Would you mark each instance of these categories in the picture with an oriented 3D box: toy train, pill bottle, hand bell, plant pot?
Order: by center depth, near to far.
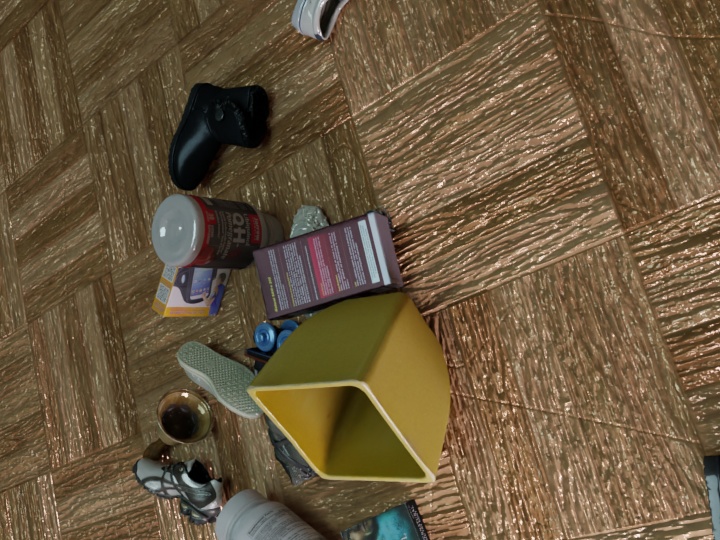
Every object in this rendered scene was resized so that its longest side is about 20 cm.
[{"bbox_3d":[0.010,0.142,1.054,0.194,0.200,0.196,-10,126,37],"label":"plant pot"},{"bbox_3d":[-0.125,0.428,1.208,0.200,0.113,0.114,26,104,36],"label":"pill bottle"},{"bbox_3d":[-0.094,0.145,1.217,0.200,0.087,0.115,11,98,38],"label":"toy train"},{"bbox_3d":[-0.219,-0.057,1.251,0.110,0.200,0.111,-2,87,38],"label":"pill bottle"},{"bbox_3d":[-0.353,0.307,1.427,0.200,0.104,0.104,-48,60,41],"label":"hand bell"}]

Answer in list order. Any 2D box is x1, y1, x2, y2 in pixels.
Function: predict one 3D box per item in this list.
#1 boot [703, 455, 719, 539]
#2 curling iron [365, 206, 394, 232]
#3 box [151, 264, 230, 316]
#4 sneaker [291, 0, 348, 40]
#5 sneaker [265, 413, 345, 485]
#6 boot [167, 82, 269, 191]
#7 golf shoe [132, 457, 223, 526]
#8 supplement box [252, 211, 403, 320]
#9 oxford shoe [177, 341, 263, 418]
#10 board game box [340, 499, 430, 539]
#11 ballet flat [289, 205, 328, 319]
[{"bbox_3d":[0.465,0.263,0.793,0.200,0.066,0.165,-12,82,33],"label":"boot"},{"bbox_3d":[0.000,0.000,1.186,0.050,0.026,0.201,31,107,36],"label":"curling iron"},{"bbox_3d":[-0.271,-0.018,1.341,0.041,0.119,0.201,31,107,34],"label":"box"},{"bbox_3d":[-0.038,-0.454,1.221,0.071,0.073,0.200,35,118,24],"label":"sneaker"},{"bbox_3d":[-0.049,0.273,1.187,0.199,0.076,0.115,8,115,22],"label":"sneaker"},{"bbox_3d":[-0.243,-0.226,1.355,0.168,0.076,0.201,17,92,41],"label":"boot"},{"bbox_3d":[-0.315,0.364,1.390,0.200,0.078,0.095,22,97,26],"label":"golf shoe"},{"bbox_3d":[-0.048,-0.003,1.144,0.199,0.061,0.109,-16,81,19],"label":"supplement box"},{"bbox_3d":[-0.232,0.190,1.344,0.200,0.075,0.058,30,147,27],"label":"oxford shoe"},{"bbox_3d":[0.059,0.445,1.117,0.135,0.028,0.200,-35,67,31],"label":"board game box"},{"bbox_3d":[-0.076,-0.013,1.223,0.072,0.072,0.201,-22,74,35],"label":"ballet flat"}]
